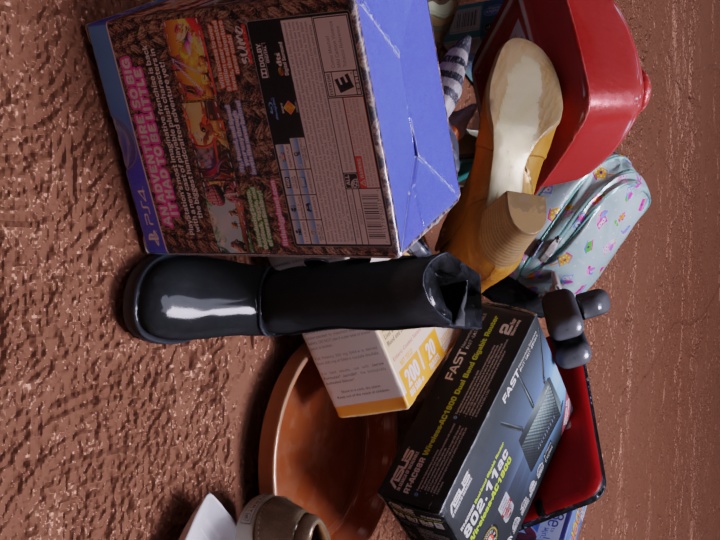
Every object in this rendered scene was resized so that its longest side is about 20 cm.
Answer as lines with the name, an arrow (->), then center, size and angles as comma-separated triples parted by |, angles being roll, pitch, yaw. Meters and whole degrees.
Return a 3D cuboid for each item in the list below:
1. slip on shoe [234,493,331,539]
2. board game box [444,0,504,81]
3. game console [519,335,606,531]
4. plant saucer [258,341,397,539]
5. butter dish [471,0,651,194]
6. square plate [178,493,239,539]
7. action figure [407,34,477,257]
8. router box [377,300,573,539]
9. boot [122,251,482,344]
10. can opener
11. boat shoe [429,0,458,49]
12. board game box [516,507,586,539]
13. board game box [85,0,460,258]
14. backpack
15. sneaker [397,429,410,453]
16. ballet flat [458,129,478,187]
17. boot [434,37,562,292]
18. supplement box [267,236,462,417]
slip on shoe -> -0.037, 0.258, 0.837 | 0.076, 0.060, 0.201 | -45, 129, -51
board game box -> 0.198, -0.222, 1.180 | 0.200, 0.150, 0.047 | 37, 56, -54
game console -> 0.176, 0.189, 1.080 | 0.119, 0.172, 0.201 | 44, 30, -33
plant saucer -> -0.028, 0.151, 0.932 | 0.200, 0.032, 0.202 | -2, 93, -59
butter dish -> 0.202, -0.172, 1.028 | 0.200, 0.147, 0.201 | 117, -30, -58
square plate -> -0.116, 0.296, 0.792 | 0.199, 0.028, 0.201 | 62, 41, -40
action figure -> 0.029, -0.117, 0.823 | 0.200, 0.104, 0.194 | 49, 30, -32
router box -> 0.105, 0.150, 0.934 | 0.201, 0.062, 0.150 | -60, 142, -27
boot -> -0.035, 0.019, 0.746 | 0.165, 0.199, 0.066 | -4, 95, -59
can opener -> 0.201, 0.039, 1.033 | 0.200, 0.066, 0.053 | -48, 121, -74
boat shoe -> 0.038, -0.217, 0.999 | 0.200, 0.071, 0.077 | -26, 127, -56
board game box -> 0.155, 0.279, 1.148 | 0.201, 0.135, 0.035 | -62, 142, -35
board game box -> -0.054, -0.100, 0.709 | 0.097, 0.199, 0.160 | -41, 127, -52
backpack -> 0.211, -0.049, 1.178 | 0.200, 0.126, 0.167 | -55, 155, 11
sneaker -> 0.083, 0.198, 1.057 | 0.200, 0.071, 0.113 | -39, 126, -72
ballet flat -> 0.107, -0.118, 1.138 | 0.200, 0.068, 0.063 | 4, 60, -62
boot -> 0.108, -0.082, 0.932 | 0.070, 0.144, 0.202 | 14, 63, -16
supplement box -> 0.000, 0.000, 0.892 | 0.126, 0.073, 0.201 | -46, 118, -52
